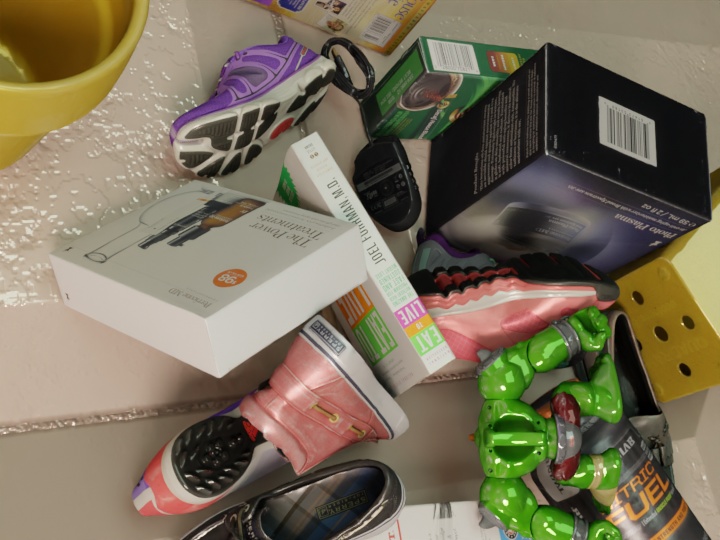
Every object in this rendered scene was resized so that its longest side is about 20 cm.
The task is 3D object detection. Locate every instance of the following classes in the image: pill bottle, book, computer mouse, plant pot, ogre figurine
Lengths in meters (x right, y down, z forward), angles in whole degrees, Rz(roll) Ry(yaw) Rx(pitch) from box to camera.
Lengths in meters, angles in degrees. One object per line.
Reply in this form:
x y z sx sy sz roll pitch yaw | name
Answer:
0.225 0.200 0.922 0.106 0.106 0.201 -33 87 -37 | pill bottle
0.000 0.000 0.816 0.048 0.134 0.202 -30 82 -15 | book
0.011 -0.132 0.975 0.034 0.058 0.203 -2 72 -64 | computer mouse
-0.274 -0.169 0.736 0.198 0.189 0.204 13 61 -25 | plant pot
0.361 0.022 1.043 0.175 0.200 0.202 -30 85 -28 | plant pot
0.152 0.134 0.829 0.117 0.098 0.204 1 100 -8 | ogre figurine

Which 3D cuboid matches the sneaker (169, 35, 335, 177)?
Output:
-0.108 -0.154 0.917 0.083 0.081 0.200 39 45 10 | sneaker

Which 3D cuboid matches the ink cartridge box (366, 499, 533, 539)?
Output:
0.051 0.252 0.815 0.197 0.068 0.118 4 64 -30 | ink cartridge box

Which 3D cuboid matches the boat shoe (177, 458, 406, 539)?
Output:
-0.061 0.188 0.726 0.197 0.067 0.071 -19 62 -2 | boat shoe

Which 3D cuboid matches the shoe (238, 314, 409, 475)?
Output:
-0.027 0.110 0.774 0.091 0.200 0.071 -45 63 -7 | shoe

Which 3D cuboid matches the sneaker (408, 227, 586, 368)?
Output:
0.137 0.023 0.973 0.198 0.074 0.089 24 53 -19 | sneaker

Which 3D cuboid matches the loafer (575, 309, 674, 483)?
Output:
0.267 0.137 1.003 0.071 0.063 0.203 -10 74 -34 | loafer

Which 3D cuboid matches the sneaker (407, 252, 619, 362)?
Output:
0.130 0.039 0.897 0.196 0.074 0.088 -5 112 -4 | sneaker

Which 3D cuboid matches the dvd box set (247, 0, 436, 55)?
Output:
-0.020 -0.291 0.974 0.197 0.146 0.030 15 59 -24 | dvd box set

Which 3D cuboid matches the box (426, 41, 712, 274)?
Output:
0.196 -0.088 0.979 0.197 0.198 0.125 17 63 -23 | box

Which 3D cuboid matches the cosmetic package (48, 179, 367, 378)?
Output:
-0.116 -0.003 0.759 0.150 0.198 0.052 -35 126 -36 | cosmetic package

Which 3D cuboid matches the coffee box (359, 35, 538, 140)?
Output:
0.112 -0.176 1.018 0.197 0.123 0.045 -2 67 -33 | coffee box

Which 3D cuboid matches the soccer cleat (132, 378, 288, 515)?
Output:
-0.093 0.135 0.789 0.199 0.073 0.069 -19 78 -55 | soccer cleat

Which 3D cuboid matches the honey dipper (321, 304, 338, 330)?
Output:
-0.027 0.042 0.889 0.037 0.038 0.204 -3 74 -32 | honey dipper
